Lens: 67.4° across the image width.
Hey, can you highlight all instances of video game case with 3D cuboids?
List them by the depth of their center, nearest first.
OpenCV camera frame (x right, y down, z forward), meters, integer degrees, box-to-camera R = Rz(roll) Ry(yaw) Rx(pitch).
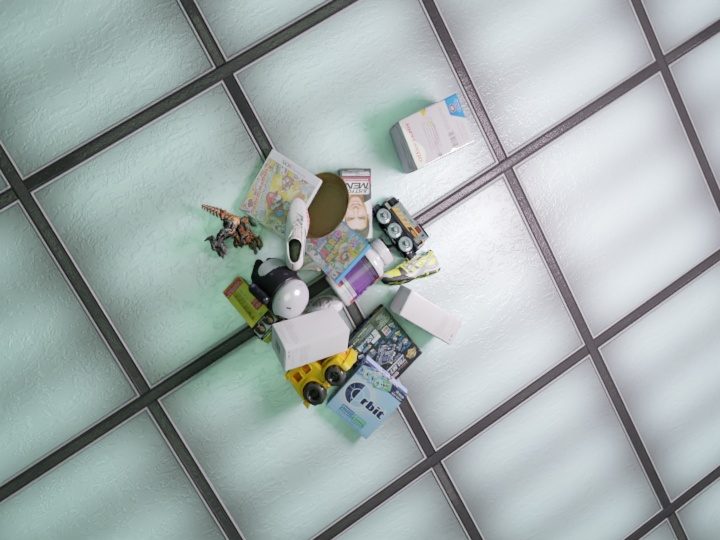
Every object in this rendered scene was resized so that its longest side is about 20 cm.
[{"bbox_3d":[-0.080,-0.073,1.552,0.143,0.018,0.199,-45,56,-4],"label":"video game case"},{"bbox_3d":[-0.234,-0.221,1.577,0.179,0.023,0.204,31,89,7],"label":"video game case"}]

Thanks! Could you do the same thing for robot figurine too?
[{"bbox_3d":[-0.231,0.049,1.527,0.149,0.126,0.199,-40,58,-16],"label":"robot figurine"}]

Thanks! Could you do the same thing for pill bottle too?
[{"bbox_3d":[0.000,0.000,1.613,0.198,0.111,0.113,-40,99,-5],"label":"pill bottle"}]

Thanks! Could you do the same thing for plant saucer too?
[{"bbox_3d":[-0.112,-0.185,1.576,0.193,0.035,0.208,-9,70,25],"label":"plant saucer"}]

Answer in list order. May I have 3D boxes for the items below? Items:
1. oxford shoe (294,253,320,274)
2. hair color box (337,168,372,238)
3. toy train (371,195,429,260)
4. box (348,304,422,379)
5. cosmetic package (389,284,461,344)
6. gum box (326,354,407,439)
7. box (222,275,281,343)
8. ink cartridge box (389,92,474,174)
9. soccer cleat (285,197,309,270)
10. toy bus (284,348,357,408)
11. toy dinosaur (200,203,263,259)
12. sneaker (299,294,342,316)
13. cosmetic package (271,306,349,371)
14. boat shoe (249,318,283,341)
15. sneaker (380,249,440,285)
[{"bbox_3d":[-0.116,-0.030,1.610,0.192,0.075,0.060,-13,90,-1],"label":"oxford shoe"},{"bbox_3d":[-0.016,-0.200,1.623,0.095,0.061,0.209,-2,95,-10],"label":"hair color box"},{"bbox_3d":[0.118,-0.129,1.633,0.113,0.085,0.202,-36,84,-22],"label":"toy train"},{"bbox_3d":[0.060,0.248,1.671,0.200,0.050,0.199,-43,102,-3],"label":"box"},{"bbox_3d":[0.196,0.135,1.641,0.196,0.107,0.087,32,89,-19],"label":"cosmetic package"},{"bbox_3d":[0.019,0.386,1.640,0.169,0.045,0.201,39,108,-7],"label":"gum box"},{"bbox_3d":[-0.308,0.111,1.552,0.075,0.050,0.200,-43,69,-3],"label":"box"},{"bbox_3d":[0.207,-0.401,1.607,0.195,0.145,0.152,-25,97,-7],"label":"ink cartridge box"},{"bbox_3d":[-0.179,-0.105,1.507,0.066,0.085,0.209,5,82,-5],"label":"soccer cleat"},{"bbox_3d":[-0.132,0.265,1.582,0.199,0.136,0.193,-42,91,18],"label":"toy bus"},{"bbox_3d":[-0.378,-0.113,1.564,0.197,0.103,0.137,34,72,8],"label":"toy dinosaur"},{"bbox_3d":[-0.132,0.145,1.613,0.194,0.079,0.102,-22,112,16],"label":"sneaker"},{"bbox_3d":[-0.139,0.185,1.493,0.194,0.108,0.087,-12,131,-26],"label":"cosmetic package"},{"bbox_3d":[-0.242,0.118,1.596,0.200,0.074,0.064,-41,107,-1],"label":"boat shoe"},{"bbox_3d":[0.149,-0.007,1.668,0.193,0.075,0.079,-14,81,-15],"label":"sneaker"}]
